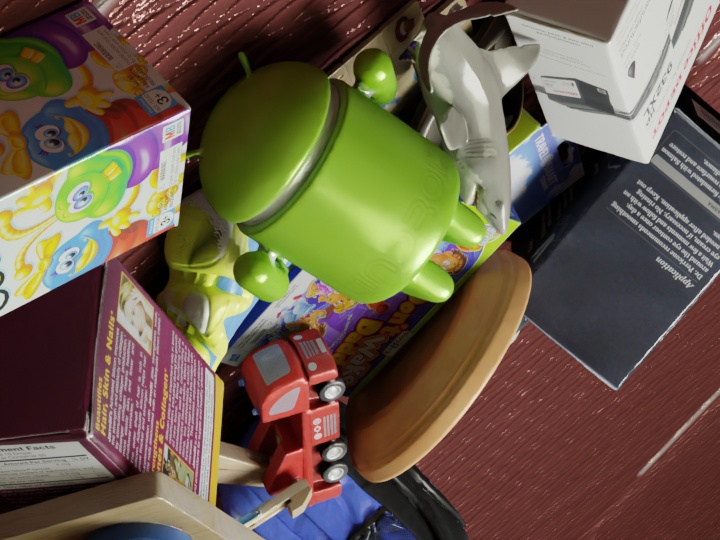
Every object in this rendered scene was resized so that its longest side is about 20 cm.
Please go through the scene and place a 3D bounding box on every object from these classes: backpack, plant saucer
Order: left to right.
[{"bbox_3d":[-0.028,0.204,1.820,0.168,0.200,0.163,-42,-172,2],"label":"backpack"},{"bbox_3d":[0.050,0.063,1.704,0.200,0.037,0.200,-49,-165,18],"label":"plant saucer"}]

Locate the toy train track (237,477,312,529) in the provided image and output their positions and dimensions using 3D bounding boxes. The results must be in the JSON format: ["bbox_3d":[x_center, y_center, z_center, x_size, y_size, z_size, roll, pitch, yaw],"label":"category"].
[{"bbox_3d":[-0.115,0.216,1.652,0.200,0.033,0.115,-32,165,-11],"label":"toy train track"}]

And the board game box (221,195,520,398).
[{"bbox_3d":[0.000,0.000,1.657,0.134,0.045,0.200,17,126,-40],"label":"board game box"}]

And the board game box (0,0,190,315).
[{"bbox_3d":[-0.207,-0.049,1.285,0.200,0.105,0.103,-30,151,-30],"label":"board game box"}]

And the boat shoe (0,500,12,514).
[{"bbox_3d":[-0.187,0.144,1.652,0.202,0.075,0.075,-28,156,-31],"label":"boat shoe"}]

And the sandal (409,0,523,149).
[{"bbox_3d":[0.095,-0.127,1.652,0.200,0.055,0.082,-53,156,3],"label":"sandal"}]

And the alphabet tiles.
[{"bbox_3d":[0.005,-0.108,1.625,0.200,0.006,0.167,-41,154,-6],"label":"alphabet tiles"}]

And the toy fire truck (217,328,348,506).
[{"bbox_3d":[-0.082,0.138,1.681,0.140,0.049,0.201,-17,138,-15],"label":"toy fire truck"}]

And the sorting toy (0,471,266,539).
[{"bbox_3d":[-0.160,0.216,1.471,0.199,0.070,0.199,-18,147,23],"label":"sorting toy"}]

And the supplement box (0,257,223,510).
[{"bbox_3d":[-0.170,0.091,1.460,0.103,0.131,0.200,-7,149,17],"label":"supplement box"}]

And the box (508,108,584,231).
[{"bbox_3d":[0.078,-0.049,1.774,0.200,0.048,0.122,-40,155,-6],"label":"box"}]

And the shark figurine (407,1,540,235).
[{"bbox_3d":[0.079,-0.136,1.526,0.089,0.128,0.215,-20,146,0],"label":"shark figurine"}]

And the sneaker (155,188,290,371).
[{"bbox_3d":[-0.095,0.023,1.598,0.105,0.076,0.200,-18,144,-44],"label":"sneaker"}]

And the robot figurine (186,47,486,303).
[{"bbox_3d":[-0.018,-0.056,1.485,0.200,0.116,0.176,32,87,-24],"label":"robot figurine"}]

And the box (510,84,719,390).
[{"bbox_3d":[0.221,-0.038,1.830,0.200,0.117,0.197,-50,-174,14],"label":"box"}]

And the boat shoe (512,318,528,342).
[{"bbox_3d":[0.073,0.054,1.893,0.200,0.075,0.062,-23,150,-40],"label":"boat shoe"}]

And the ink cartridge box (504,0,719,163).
[{"bbox_3d":[0.181,-0.186,1.621,0.146,0.083,0.200,-65,159,-14],"label":"ink cartridge box"}]
